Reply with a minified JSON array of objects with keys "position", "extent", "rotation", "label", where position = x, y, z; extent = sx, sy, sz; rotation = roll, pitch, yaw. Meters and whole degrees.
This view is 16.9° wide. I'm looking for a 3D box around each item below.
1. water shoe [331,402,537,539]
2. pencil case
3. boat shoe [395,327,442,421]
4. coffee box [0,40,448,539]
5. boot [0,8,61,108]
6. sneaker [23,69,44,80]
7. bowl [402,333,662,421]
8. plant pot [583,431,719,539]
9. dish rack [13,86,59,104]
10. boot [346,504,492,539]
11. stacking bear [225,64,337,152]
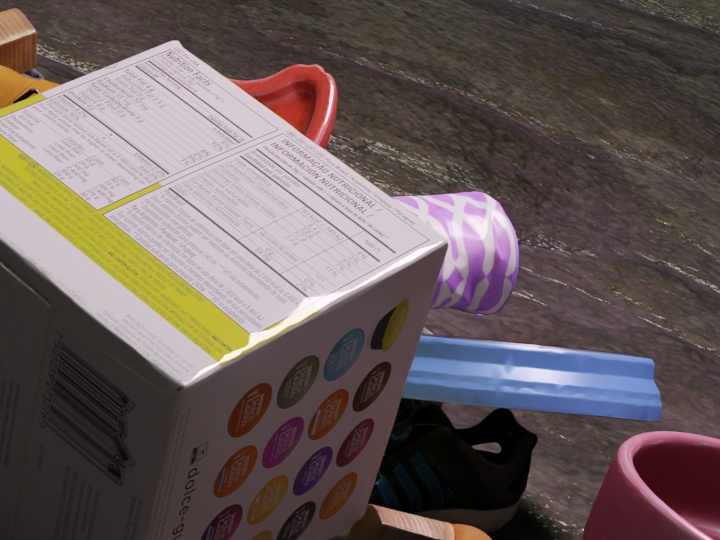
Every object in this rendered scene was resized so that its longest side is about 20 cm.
[{"position":[0.019,0.112,1.449],"extent":[0.200,0.079,0.071],"rotation":[3,26,-41],"label":"water shoe"},{"position":[0.000,0.000,1.493],"extent":[0.200,0.086,0.084],"rotation":[-6,30,-27],"label":"pencil case"},{"position":[-0.021,0.041,1.548],"extent":[0.200,0.072,0.071],"rotation":[30,42,-20],"label":"boat shoe"},{"position":[-0.108,0.039,1.221],"extent":[0.200,0.200,0.198],"rotation":[36,41,24],"label":"coffee box"},{"position":[-0.236,-0.078,1.497],"extent":[0.144,0.071,0.201],"rotation":[-25,54,-23],"label":"boot"},{"position":[-0.291,-0.118,1.665],"extent":[0.084,0.121,0.200],"rotation":[35,24,33],"label":"sneaker"},{"position":[0.083,0.062,1.462],"extent":[0.200,0.040,0.201],"rotation":[5,-2,0],"label":"bowl"},{"position":[0.187,0.205,1.219],"extent":[0.200,0.179,0.200],"rotation":[21,15,-6],"label":"plant pot"},{"position":[-0.176,-0.039,1.333],"extent":[0.153,0.200,0.055],"rotation":[-7,66,-59],"label":"dish rack"},{"position":[0.080,0.198,1.305],"extent":[0.154,0.074,0.200],"rotation":[20,22,-16],"label":"boot"},{"position":[-0.055,-0.033,1.625],"extent":[0.121,0.200,0.114],"rotation":[-1,58,16],"label":"stacking bear"}]
